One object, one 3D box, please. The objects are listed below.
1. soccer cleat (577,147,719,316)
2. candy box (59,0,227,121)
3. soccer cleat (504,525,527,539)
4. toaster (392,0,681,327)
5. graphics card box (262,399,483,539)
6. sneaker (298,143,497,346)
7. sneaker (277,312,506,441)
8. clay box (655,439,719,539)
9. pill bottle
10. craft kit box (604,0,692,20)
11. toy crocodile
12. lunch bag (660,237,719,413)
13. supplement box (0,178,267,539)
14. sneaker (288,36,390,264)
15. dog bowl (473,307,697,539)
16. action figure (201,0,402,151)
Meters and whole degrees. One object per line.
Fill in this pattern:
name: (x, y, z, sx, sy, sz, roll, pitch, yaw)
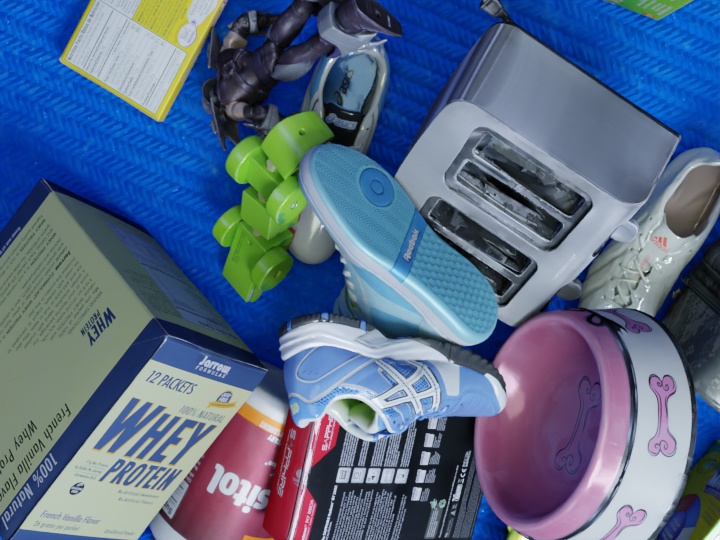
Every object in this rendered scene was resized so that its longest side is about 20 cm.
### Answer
soccer cleat: (0.242, -0.013, 0.912, 0.069, 0.078, 0.202, 29, 97, -1)
candy box: (-0.165, -0.240, 0.929, 0.101, 0.026, 0.202, 31, 96, 2)
soccer cleat: (0.168, 0.227, 0.944, 0.083, 0.065, 0.203, 26, 94, 16)
toaster: (0.119, -0.077, 0.854, 0.199, 0.119, 0.181, 33, 139, -2)
graphics card box: (0.022, 0.161, 0.901, 0.198, 0.051, 0.128, 8, 98, -36)
sneaker: (0.000, 0.000, 0.854, 0.200, 0.080, 0.130, 46, 139, -15)
sneaker: (0.025, 0.092, 0.823, 0.197, 0.076, 0.078, 13, 62, -26)
clay box: (0.285, 0.224, 0.918, 0.047, 0.115, 0.201, 36, 96, -1)
pill bottle: (-0.110, 0.185, 0.930, 0.112, 0.113, 0.202, 28, 97, -1)
craft kit box: (0.166, -0.254, 0.827, 0.195, 0.200, 0.049, 22, 96, -1)
toy crocodile: (-0.073, -0.048, 0.889, 0.067, 0.061, 0.201, 43, 140, 21)
lunch bag: (0.335, 0.034, 0.855, 0.138, 0.200, 0.169, 34, 102, -1)
supplement box: (-0.221, 0.079, 0.869, 0.201, 0.134, 0.200, -51, 58, 7)
sneaker: (-0.026, -0.103, 0.916, 0.071, 0.073, 0.203, 14, 98, -2)
dog bowl: (0.162, 0.120, 0.843, 0.073, 0.200, 0.203, 15, 98, -25)
action figure: (-0.064, -0.172, 0.882, 0.199, 0.069, 0.132, -30, 67, 37)
